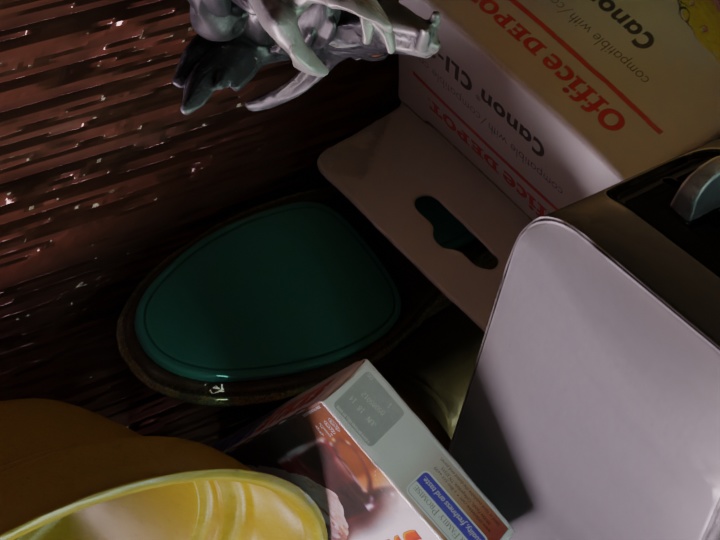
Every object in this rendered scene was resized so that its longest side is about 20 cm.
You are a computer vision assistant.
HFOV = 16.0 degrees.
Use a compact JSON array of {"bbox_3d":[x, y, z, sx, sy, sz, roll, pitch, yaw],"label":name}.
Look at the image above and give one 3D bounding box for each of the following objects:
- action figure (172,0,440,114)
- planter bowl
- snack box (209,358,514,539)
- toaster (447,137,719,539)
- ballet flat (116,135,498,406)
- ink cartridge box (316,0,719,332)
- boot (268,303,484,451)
[{"bbox_3d":[-0.002,-0.105,0.697,0.119,0.102,0.201,-46,154,-26],"label":"action figure"},{"bbox_3d":[-0.115,0.101,0.817,0.200,0.084,0.201,-25,149,-16],"label":"planter bowl"},{"bbox_3d":[-0.018,0.082,0.860,0.024,0.072,0.200,-44,-176,-25],"label":"snack box"},{"bbox_3d":[0.134,0.044,0.813,0.180,0.119,0.201,-23,144,-34],"label":"toaster"},{"bbox_3d":[0.000,0.000,0.887,0.199,0.071,0.071,-31,150,-27],"label":"ballet flat"},{"bbox_3d":[0.093,-0.071,0.857,0.200,0.116,0.068,-35,151,-22],"label":"ink cartridge box"},{"bbox_3d":[0.055,0.025,0.943,0.199,0.066,0.175,-33,-170,-20],"label":"boot"}]
